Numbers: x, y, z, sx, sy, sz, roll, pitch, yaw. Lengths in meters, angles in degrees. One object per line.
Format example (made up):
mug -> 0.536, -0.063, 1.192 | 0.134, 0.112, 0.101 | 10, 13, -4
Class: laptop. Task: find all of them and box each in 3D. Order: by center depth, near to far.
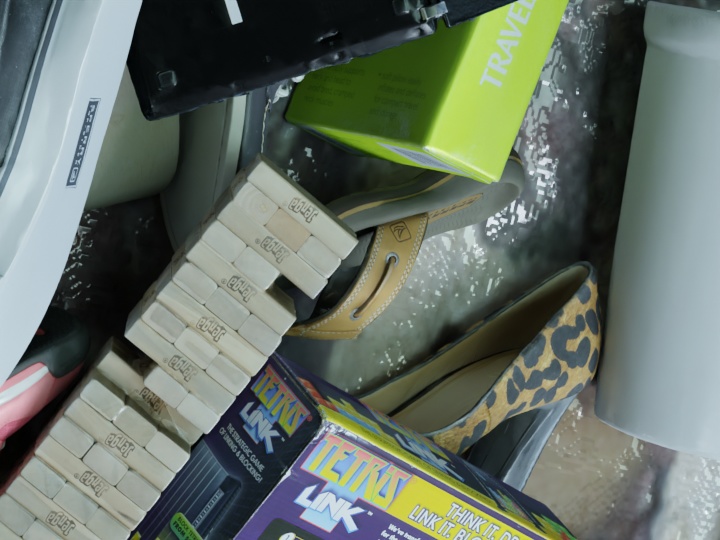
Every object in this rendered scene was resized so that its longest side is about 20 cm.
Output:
laptop -> -0.014, -0.178, 1.148 | 0.199, 0.103, 0.178 | -17, 97, 11

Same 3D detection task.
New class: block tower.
block tower -> -0.083, 0.047, 1.162 | 0.058, 0.054, 0.200 | 39, 94, -8

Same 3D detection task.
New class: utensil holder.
utensil holder -> 0.202, -0.016, 1.340 | 0.169, 0.170, 0.202 | 5, 99, -34

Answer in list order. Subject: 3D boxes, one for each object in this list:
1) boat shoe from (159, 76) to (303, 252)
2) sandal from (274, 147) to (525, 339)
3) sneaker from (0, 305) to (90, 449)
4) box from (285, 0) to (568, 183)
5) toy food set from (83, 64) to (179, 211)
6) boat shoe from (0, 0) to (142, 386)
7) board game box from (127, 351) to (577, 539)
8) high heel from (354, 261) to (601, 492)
boat shoe -> -0.044, -0.098, 1.216 | 0.062, 0.073, 0.202 | 4, 92, -31
sandal -> 0.000, 0.000, 1.255 | 0.199, 0.082, 0.055 | -22, 80, -36
sneaker -> -0.194, 0.086, 1.162 | 0.200, 0.074, 0.087 | -35, 130, -20
box -> 0.049, -0.144, 1.238 | 0.047, 0.122, 0.201 | 25, 85, -32
toy food set -> -0.150, -0.111, 1.158 | 0.143, 0.060, 0.201 | -13, 112, -35
boat shoe -> -0.146, -0.041, 1.102 | 0.072, 0.067, 0.201 | -6, 114, -78
board game box -> -0.014, 0.146, 1.217 | 0.200, 0.057, 0.166 | 32, 99, -43
high heel -> 0.033, 0.040, 1.286 | 0.200, 0.071, 0.143 | 24, 91, -51
